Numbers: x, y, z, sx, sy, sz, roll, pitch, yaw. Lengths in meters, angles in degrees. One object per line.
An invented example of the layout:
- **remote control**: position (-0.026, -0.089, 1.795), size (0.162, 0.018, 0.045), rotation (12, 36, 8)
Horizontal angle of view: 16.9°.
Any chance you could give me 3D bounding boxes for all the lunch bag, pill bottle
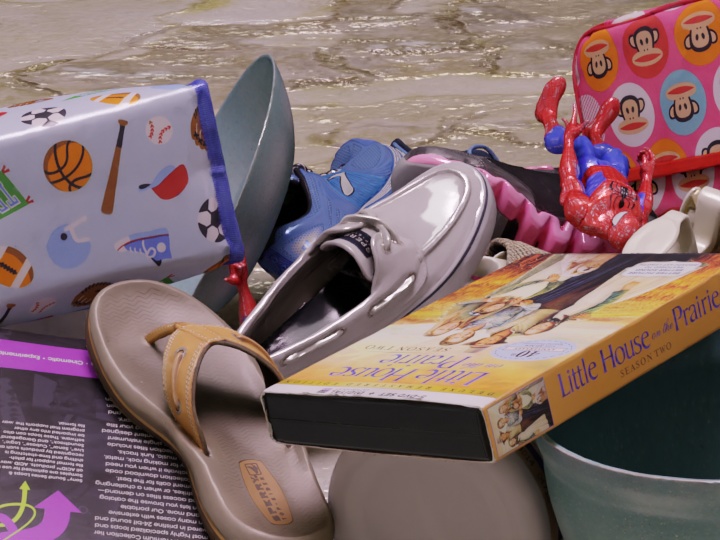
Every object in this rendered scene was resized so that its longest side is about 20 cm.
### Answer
- **lunch bag**: position (0.240, -0.098, 1.661), size (0.082, 0.176, 0.200), rotation (-8, -1, -38)
- **pill bottle**: position (0.074, 0.091, 1.234), size (0.116, 0.116, 0.200), rotation (7, 23, 25)
- **lunch bag**: position (-0.179, -0.033, 1.346), size (0.170, 0.124, 0.200), rotation (-13, 9, -23)

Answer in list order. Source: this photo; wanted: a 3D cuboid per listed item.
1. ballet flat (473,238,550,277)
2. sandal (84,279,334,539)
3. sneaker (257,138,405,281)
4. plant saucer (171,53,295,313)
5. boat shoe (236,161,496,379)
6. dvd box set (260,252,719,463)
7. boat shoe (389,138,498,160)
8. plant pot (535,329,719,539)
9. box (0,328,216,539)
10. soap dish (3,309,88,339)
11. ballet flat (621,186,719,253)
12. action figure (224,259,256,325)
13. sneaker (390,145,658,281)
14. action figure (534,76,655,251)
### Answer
- **ballet flat**: position (0.069, 0.036, 1.432), size (0.075, 0.068, 0.200), rotation (28, 30, 2)
- **sandal**: position (-0.068, 0.065, 1.192), size (0.080, 0.054, 0.200), rotation (-9, 44, -29)
- **sneaker**: position (-0.024, -0.045, 1.610), size (0.089, 0.079, 0.200), rotation (35, 26, -7)
- **plant saucer**: position (-0.082, -0.038, 1.536), size (0.039, 0.201, 0.201), rotation (23, 15, -15)
- **boat shoe**: position (0.000, 0.000, 1.386), size (0.200, 0.066, 0.072), rotation (-41, 55, -17)
- **dvd box set**: position (0.072, 0.037, 1.148), size (0.200, 0.029, 0.146), rotation (-26, 18, -40)
- **boat shoe**: position (0.070, -0.056, 1.664), size (0.200, 0.069, 0.084), rotation (19, -13, 41)
- **plant pot**: position (0.183, 0.117, 1.117), size (0.200, 0.134, 0.200), rotation (-6, 17, 2)
- **box**: position (-0.120, 0.111, 1.190), size (0.143, 0.036, 0.200), rotation (8, 37, -10)
- **soap dish**: position (-0.176, 0.072, 1.362), size (0.157, 0.081, 0.200), rotation (-16, 24, -34)
- **ballet flat**: position (0.191, -0.007, 1.426), size (0.069, 0.071, 0.200), rotation (17, 31, 31)
- **action figure**: position (-0.010, 0.022, 1.467), size (0.200, 0.099, 0.065), rotation (-20, 26, -35)
- **sneaker**: position (0.111, -0.037, 1.554), size (0.200, 0.079, 0.095), rotation (22, 36, -13)
- **action figure**: position (0.150, -0.064, 1.517), size (0.065, 0.052, 0.200), rotation (24, 26, -17)
